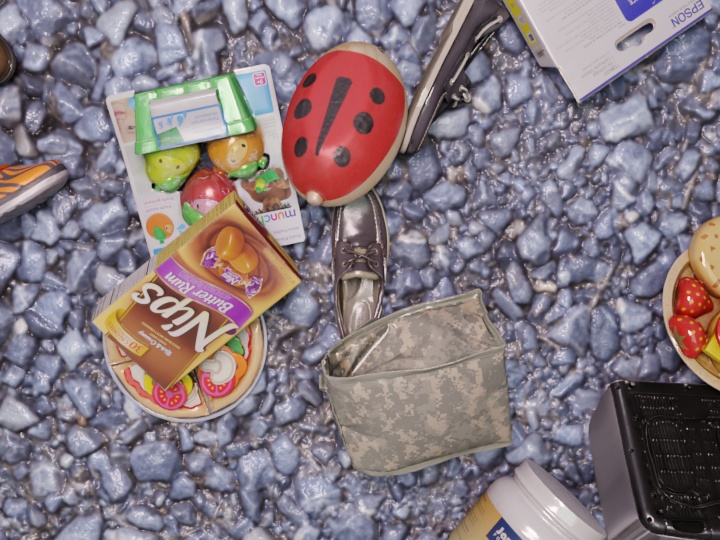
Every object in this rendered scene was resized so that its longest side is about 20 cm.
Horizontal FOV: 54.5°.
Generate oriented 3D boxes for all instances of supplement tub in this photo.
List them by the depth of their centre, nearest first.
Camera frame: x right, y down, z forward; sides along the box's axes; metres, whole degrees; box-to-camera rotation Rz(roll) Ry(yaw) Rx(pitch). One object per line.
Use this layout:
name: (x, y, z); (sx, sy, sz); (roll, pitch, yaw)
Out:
supplement tub: (0.178, 0.341, 0.828); (0.144, 0.144, 0.201); (38, 95, -7)

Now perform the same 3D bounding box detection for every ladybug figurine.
ladybug figurine: (-0.020, -0.164, 0.752); (0.133, 0.072, 0.203); (12, 72, 10)

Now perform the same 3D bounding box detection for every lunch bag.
lunch bag: (0.059, 0.133, 0.784); (0.197, 0.118, 0.166); (-15, 127, -1)

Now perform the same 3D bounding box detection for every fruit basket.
fruit basket: (-0.169, -0.110, 0.777); (0.182, 0.094, 0.204); (-11, 102, -1)

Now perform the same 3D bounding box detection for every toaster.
toaster: (0.376, 0.236, 0.801); (0.177, 0.119, 0.203); (2, 54, -3)

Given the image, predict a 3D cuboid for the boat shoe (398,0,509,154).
boat shoe: (0.104, -0.216, 0.783); (0.062, 0.073, 0.203); (25, 91, -9)

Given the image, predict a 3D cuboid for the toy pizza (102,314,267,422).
toy pizza: (-0.210, 0.086, 0.832); (0.196, 0.032, 0.204); (0, 98, -2)

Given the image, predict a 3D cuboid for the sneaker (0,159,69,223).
sneaker: (-0.432, -0.103, 0.773); (0.197, 0.078, 0.114); (-25, 99, 1)

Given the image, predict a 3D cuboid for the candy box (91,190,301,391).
candy box: (-0.177, 0.024, 0.767); (0.199, 0.057, 0.117); (-38, 115, 5)

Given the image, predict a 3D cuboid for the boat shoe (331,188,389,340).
boat shoe: (0.000, 0.000, 0.811); (0.071, 0.065, 0.204); (2, 98, -3)

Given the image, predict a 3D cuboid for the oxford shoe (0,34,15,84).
oxford shoe: (-0.469, -0.264, 0.747); (0.198, 0.084, 0.073); (30, 94, -8)

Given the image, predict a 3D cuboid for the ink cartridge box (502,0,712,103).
ink cartridge box: (0.261, -0.322, 0.780); (0.196, 0.047, 0.202); (-33, 99, -6)

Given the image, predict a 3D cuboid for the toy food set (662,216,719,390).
toy food set: (0.449, 0.049, 0.811); (0.197, 0.049, 0.201); (37, 72, 8)
